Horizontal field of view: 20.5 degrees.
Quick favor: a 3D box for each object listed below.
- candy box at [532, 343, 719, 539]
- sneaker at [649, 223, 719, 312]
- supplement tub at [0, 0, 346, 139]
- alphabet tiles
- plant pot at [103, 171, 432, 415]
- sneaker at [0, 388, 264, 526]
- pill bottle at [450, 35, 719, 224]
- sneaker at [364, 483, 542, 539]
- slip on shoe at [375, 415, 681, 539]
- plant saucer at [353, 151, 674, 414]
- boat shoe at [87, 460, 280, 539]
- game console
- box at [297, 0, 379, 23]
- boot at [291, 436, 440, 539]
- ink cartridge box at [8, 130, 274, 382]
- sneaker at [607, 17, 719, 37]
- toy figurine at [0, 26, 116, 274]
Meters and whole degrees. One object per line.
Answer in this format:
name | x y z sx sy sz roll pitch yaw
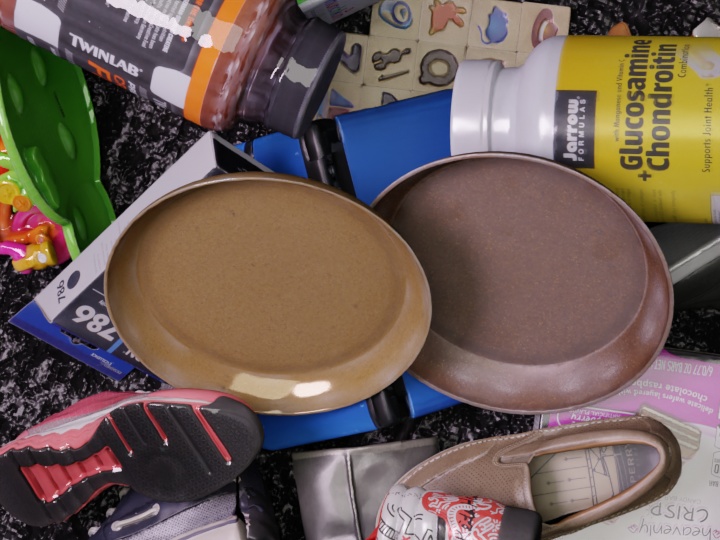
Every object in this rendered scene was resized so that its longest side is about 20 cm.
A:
candy box | 0.174 0.148 1.290 0.135 0.061 0.202 7 90 3
sneaker | 0.227 0.015 1.287 0.199 0.071 0.099 -28 116 20
supplement tub | -0.111 -0.152 1.190 0.199 0.107 0.108 26 90 4
alphabet tiles | 0.065 -0.099 1.327 0.198 0.006 0.168 7 89 2
plant pot | -0.055 0.011 1.206 0.198 0.201 0.028 4 45 2
sneaker | -0.144 0.099 1.264 0.199 0.087 0.074 -13 115 27
pill bottle | 0.159 -0.086 1.215 0.198 0.112 0.113 2 89 14
sneaker | 0.046 0.218 1.230 0.107 0.067 0.203 13 123 11
slip on shoe | 0.102 0.138 1.235 0.198 0.061 0.077 -13 86 9
plant saucer | 0.092 0.003 1.211 0.198 0.035 0.201 8 131 9
boat shoe | -0.145 0.173 1.305 0.198 0.075 0.093 -20 56 14
game console | 0.000 0.000 1.316 0.170 0.118 0.202 -14 90 34
box | -0.097 -0.238 1.292 0.175 0.097 0.201 -24 87 4
boot | -0.021 0.217 1.291 0.180 0.073 0.202 -11 95 -12
ink cartridge box | -0.123 0.006 1.255 0.099 0.039 0.200 30 121 -35
sneaker | 0.248 -0.117 1.288 0.198 0.073 0.085 12 87 1
toy figurine | -0.273 -0.060 1.297 0.182 0.150 0.201 -13 113 15
